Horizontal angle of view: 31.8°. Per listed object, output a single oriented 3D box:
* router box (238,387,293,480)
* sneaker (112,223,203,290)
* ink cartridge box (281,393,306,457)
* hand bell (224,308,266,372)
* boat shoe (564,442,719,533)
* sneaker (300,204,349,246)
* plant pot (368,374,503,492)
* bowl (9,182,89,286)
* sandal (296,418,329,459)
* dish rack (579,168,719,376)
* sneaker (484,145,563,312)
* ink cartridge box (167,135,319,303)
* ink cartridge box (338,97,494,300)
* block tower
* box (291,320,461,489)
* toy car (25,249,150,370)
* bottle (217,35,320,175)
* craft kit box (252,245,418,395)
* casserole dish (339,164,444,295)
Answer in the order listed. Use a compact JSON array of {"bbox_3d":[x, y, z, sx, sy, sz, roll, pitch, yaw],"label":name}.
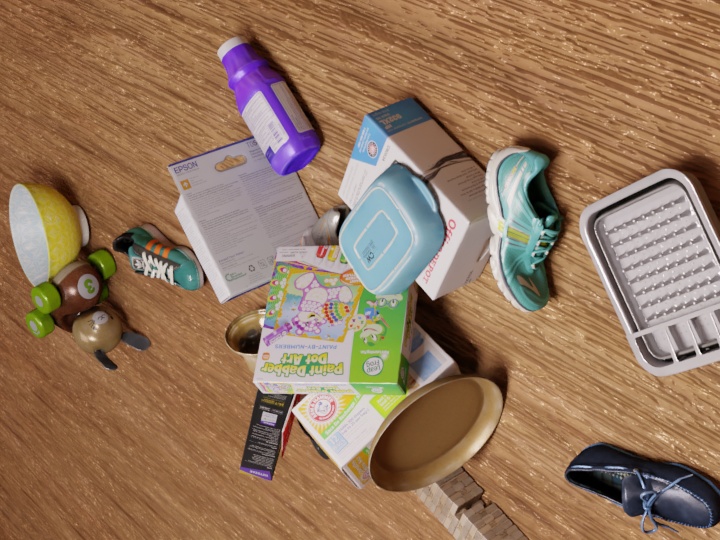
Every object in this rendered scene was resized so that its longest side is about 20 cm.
[{"bbox_3d":[-0.121,0.178,1.830,0.052,0.201,0.159,14,121,-1],"label":"router box"},{"bbox_3d":[-0.347,-0.013,2.150,0.199,0.079,0.072,31,131,39],"label":"sneaker"},{"bbox_3d":[-0.067,0.164,1.756,0.044,0.178,0.200,14,162,0],"label":"ink cartridge box"},{"bbox_3d":[-0.148,0.171,2.010,0.104,0.104,0.202,31,143,39],"label":"hand bell"},{"bbox_3d":[0.322,0.260,1.447,0.199,0.068,0.085,6,114,51],"label":"boat shoe"},{"bbox_3d":[0.000,0.000,1.722,0.201,0.075,0.092,52,130,12],"label":"sneaker"},{"bbox_3d":[0.092,0.203,1.609,0.028,0.198,0.202,51,143,39],"label":"plant pot"},{"bbox_3d":[-0.578,-0.074,2.385,0.200,0.107,0.202,28,125,49],"label":"bowl"},{"bbox_3d":[-0.077,0.202,1.948,0.075,0.048,0.203,18,122,47],"label":"sandal"},{"bbox_3d":[0.328,0.000,1.320,0.171,0.043,0.202,-28,86,55],"label":"dish rack"},{"bbox_3d":[0.192,-0.043,1.449,0.079,0.077,0.202,5,117,36],"label":"sneaker"},{"bbox_3d":[-0.157,-0.078,1.772,0.043,0.195,0.202,-34,82,52],"label":"ink cartridge box"},{"bbox_3d":[0.076,-0.089,1.560,0.200,0.083,0.146,48,141,23],"label":"ink cartridge box"},{"bbox_3d":[0.150,0.335,1.722,0.200,0.057,0.054,47,139,28],"label":"block tower"},{"bbox_3d":[0.026,0.169,1.650,0.112,0.200,0.102,43,172,28],"label":"box"},{"bbox_3d":[-0.490,0.093,2.340,0.200,0.164,0.158,44,140,13],"label":"toy car"},{"bbox_3d":[-0.132,-0.234,1.766,0.201,0.065,0.084,59,143,12],"label":"bottle"},{"bbox_3d":[-0.028,0.062,1.638,0.198,0.200,0.049,-2,155,18],"label":"craft kit box"},{"bbox_3d":[0.030,-0.042,1.542,0.122,0.039,0.200,57,146,13],"label":"casserole dish"}]
